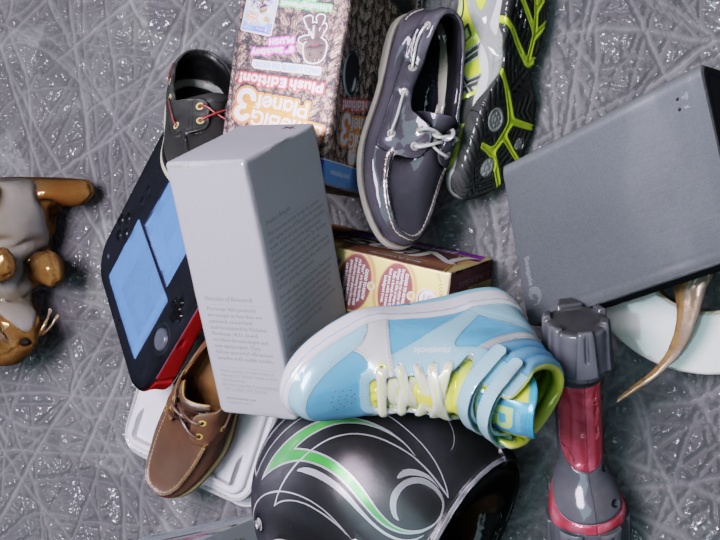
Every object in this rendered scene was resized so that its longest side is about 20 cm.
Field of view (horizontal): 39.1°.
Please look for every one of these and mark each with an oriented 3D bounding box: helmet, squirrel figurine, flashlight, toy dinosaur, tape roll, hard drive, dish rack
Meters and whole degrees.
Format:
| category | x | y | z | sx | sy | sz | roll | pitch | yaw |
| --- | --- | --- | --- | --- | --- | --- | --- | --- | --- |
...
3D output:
| category | x | y | z | sx | sy | sz | roll | pitch | yaw |
| --- | --- | --- | --- | --- | --- | --- | --- | --- | --- |
| helmet | 0.010 | 0.174 | 0.822 | 0.191 | 0.200 | 0.200 | 28 | 99 | 30 |
| squirrel figurine | -0.380 | -0.001 | 1.037 | 0.200 | 0.141 | 0.187 | 7 | 102 | 37 |
| flashlight | 0.171 | 0.127 | 0.778 | 0.068 | 0.068 | 0.200 | 13 | 121 | 38 |
| toy dinosaur | 0.252 | 0.000 | 0.765 | 0.106 | 0.060 | 0.200 | -6 | 81 | 52 |
| tape roll | 0.275 | -0.019 | 0.797 | 0.202 | 0.037 | 0.203 | -1 | 88 | 23 |
| hard drive | 0.196 | -0.048 | 0.769 | 0.200 | 0.033 | 0.140 | -26 | 66 | 50 |
| dish rack | -0.141 | 0.111 | 0.963 | 0.171 | 0.044 | 0.200 | 21 | 97 | 21 |

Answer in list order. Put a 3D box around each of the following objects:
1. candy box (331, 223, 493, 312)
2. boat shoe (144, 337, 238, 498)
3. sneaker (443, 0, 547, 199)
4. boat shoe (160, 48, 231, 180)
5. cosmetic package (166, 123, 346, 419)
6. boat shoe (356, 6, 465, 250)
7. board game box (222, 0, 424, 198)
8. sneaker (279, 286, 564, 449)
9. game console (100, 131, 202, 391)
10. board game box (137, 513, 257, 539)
| category | x | y | z | sx | sy | sz | roll | pitch | yaw |
| --- | --- | --- | --- | --- | --- | --- | --- | --- | --- |
| candy box | 0.000 | 0.000 | 0.865 | 0.200 | 0.117 | 0.057 | 12 | 100 | 23 |
| boat shoe | -0.143 | 0.117 | 0.904 | 0.072 | 0.068 | 0.200 | 35 | 102 | 20 |
| sneaker | 0.103 | -0.159 | 0.865 | 0.076 | 0.075 | 0.200 | 14 | 91 | 43 |
| boat shoe | -0.140 | -0.129 | 0.907 | 0.202 | 0.074 | 0.063 | -109 | 31 | -47 |
| cosmetic package | -0.071 | -0.001 | 0.765 | 0.071 | 0.101 | 0.200 | 2 | 113 | 27 |
| boat shoe | 0.047 | -0.117 | 0.818 | 0.063 | 0.073 | 0.200 | -3 | 78 | 57 |
| board game box | -0.028 | -0.169 | 0.862 | 0.097 | 0.159 | 0.200 | 9 | 92 | 23 |
| sneaker | 0.052 | 0.081 | 0.712 | 0.131 | 0.200 | 0.080 | -130 | 28 | -51 |
| game console | -0.183 | -0.009 | 0.929 | 0.177 | 0.031 | 0.200 | -60 | 40 | 30 |
| board game box | -0.174 | 0.270 | 0.886 | 0.147 | 0.200 | 0.064 | -18 | 81 | 21 |
